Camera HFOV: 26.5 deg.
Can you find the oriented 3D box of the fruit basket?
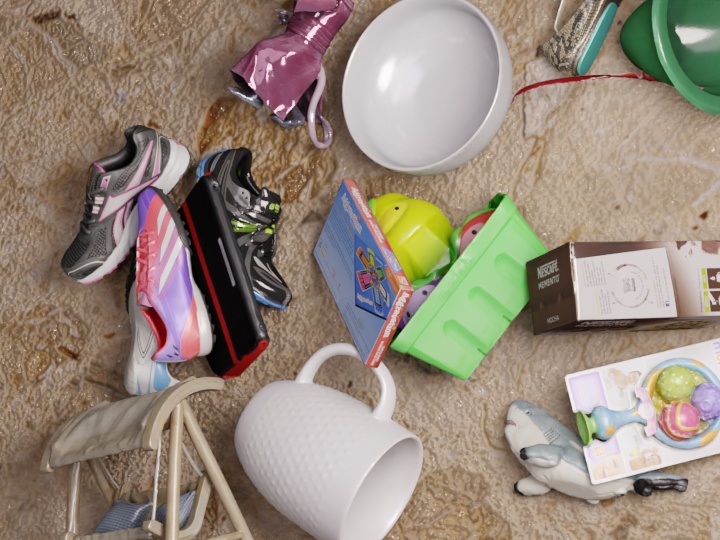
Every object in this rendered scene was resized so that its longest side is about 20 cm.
[{"bbox_3d":[0.083,-0.011,1.645,0.212,0.156,0.219,0,94,1],"label":"fruit basket"}]

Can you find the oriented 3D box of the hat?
[{"bbox_3d":[0.303,-0.238,1.650,0.175,0.198,0.168,-13,62,51],"label":"hat"}]

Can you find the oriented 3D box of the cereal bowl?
[{"bbox_3d":[0.083,-0.197,1.679,0.198,0.083,0.203,-7,76,31],"label":"cereal bowl"}]

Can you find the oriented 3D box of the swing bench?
[{"bbox_3d":[-0.238,0.232,1.654,0.198,0.129,0.203,-18,83,42],"label":"swing bench"}]

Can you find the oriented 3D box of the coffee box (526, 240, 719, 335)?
[{"bbox_3d":[0.281,0.017,1.550,0.197,0.113,0.081,-1,81,-19],"label":"coffee box"}]

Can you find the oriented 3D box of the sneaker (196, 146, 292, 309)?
[{"bbox_3d":[-0.123,-0.050,1.733,0.082,0.071,0.202,-26,74,16],"label":"sneaker"}]

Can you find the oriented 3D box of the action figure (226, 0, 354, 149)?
[{"bbox_3d":[-0.058,-0.262,1.712,0.148,0.134,0.201,36,95,15],"label":"action figure"}]

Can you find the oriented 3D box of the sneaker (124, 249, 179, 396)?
[{"bbox_3d":[-0.234,0.047,1.760,0.071,0.072,0.203,5,76,-19],"label":"sneaker"}]

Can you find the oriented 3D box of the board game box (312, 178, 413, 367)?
[{"bbox_3d":[0.000,0.000,1.642,0.104,0.019,0.201,-67,31,30],"label":"board game box"}]

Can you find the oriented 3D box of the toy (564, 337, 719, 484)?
[{"bbox_3d":[0.321,0.140,1.574,0.197,0.047,0.117,-13,80,-5],"label":"toy"}]

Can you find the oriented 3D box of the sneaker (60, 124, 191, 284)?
[{"bbox_3d":[-0.290,-0.085,1.764,0.201,0.086,0.080,-56,38,-4],"label":"sneaker"}]

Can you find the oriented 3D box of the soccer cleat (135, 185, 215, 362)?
[{"bbox_3d":[-0.223,0.004,1.704,0.072,0.068,0.203,-14,82,-26],"label":"soccer cleat"}]

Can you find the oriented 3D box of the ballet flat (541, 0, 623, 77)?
[{"bbox_3d":[0.265,-0.309,1.669,0.075,0.068,0.201,38,97,23],"label":"ballet flat"}]

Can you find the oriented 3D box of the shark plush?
[{"bbox_3d":[0.246,0.193,1.610,0.197,0.091,0.084,8,55,20],"label":"shark plush"}]

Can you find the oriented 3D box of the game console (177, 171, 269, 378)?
[{"bbox_3d":[-0.156,0.010,1.690,0.031,0.177,0.202,-14,78,-26],"label":"game console"}]

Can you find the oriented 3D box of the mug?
[{"bbox_3d":[-0.033,0.176,1.637,0.174,0.147,0.202,29,101,26],"label":"mug"}]
